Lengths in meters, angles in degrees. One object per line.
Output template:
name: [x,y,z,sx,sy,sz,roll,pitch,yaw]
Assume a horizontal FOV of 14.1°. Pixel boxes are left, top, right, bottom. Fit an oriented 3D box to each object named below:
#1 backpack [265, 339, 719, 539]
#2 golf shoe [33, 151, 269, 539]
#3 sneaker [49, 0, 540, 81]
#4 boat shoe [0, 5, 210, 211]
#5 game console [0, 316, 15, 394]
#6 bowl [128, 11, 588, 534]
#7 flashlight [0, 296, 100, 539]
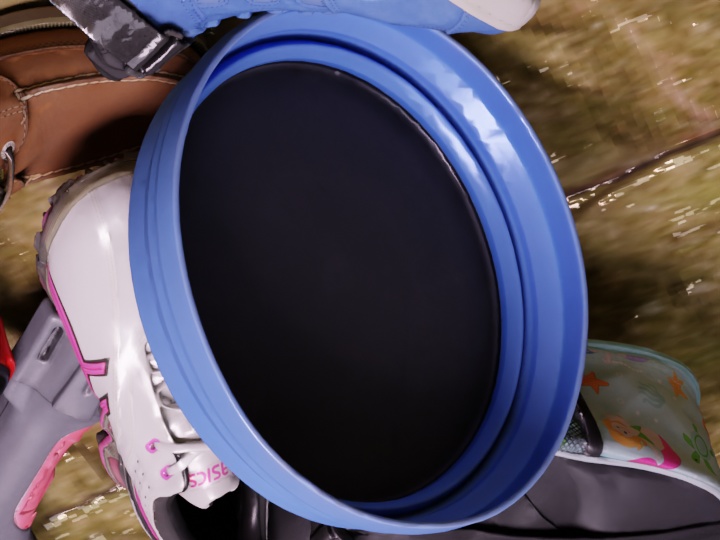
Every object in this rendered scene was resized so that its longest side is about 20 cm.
backpack: [0.048,0.091,1.219,0.200,0.151,0.178,10,136,-23]
golf shoe: [-0.065,0.040,1.101,0.073,0.092,0.200,-26,138,-11]
sneaker: [-0.041,-0.108,1.007,0.200,0.077,0.111,22,122,-32]
boat shoe: [-0.148,-0.044,1.058,0.200,0.068,0.072,-10,139,-8]
game console: [-0.231,0.051,1.088,0.177,0.031,0.200,-28,162,6]
bowl: [0.000,0.000,1.067,0.201,0.201,0.039,20,153,-36]
flashlight: [-0.137,0.085,1.223,0.068,0.068,0.200,34,123,-2]
